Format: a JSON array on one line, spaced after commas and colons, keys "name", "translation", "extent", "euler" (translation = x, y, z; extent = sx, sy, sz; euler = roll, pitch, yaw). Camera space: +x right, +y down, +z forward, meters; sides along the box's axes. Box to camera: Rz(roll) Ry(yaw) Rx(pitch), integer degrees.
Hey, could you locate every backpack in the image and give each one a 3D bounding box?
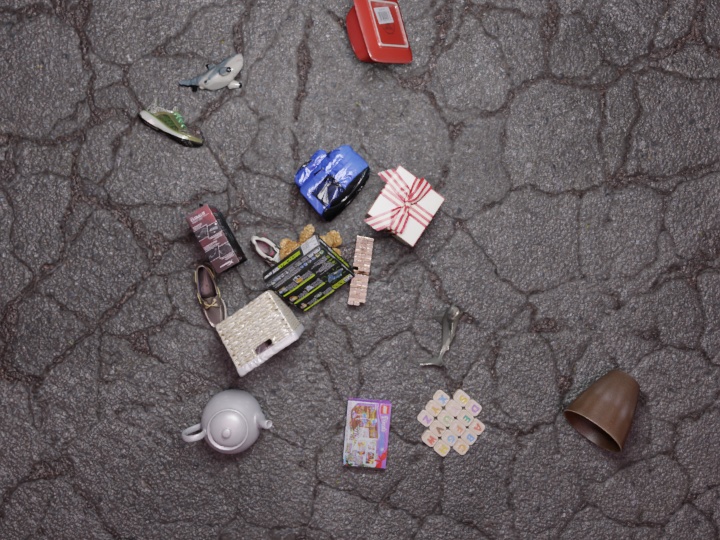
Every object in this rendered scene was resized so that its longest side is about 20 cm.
[{"name": "backpack", "translation": [-0.077, -0.266, 1.537], "extent": [0.200, 0.163, 0.168], "euler": [-43, 91, 1]}]

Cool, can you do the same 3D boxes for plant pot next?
[{"name": "plant pot", "translation": [0.752, 0.408, 1.628], "extent": [0.187, 0.187, 0.200], "euler": [43, 76, -5]}]

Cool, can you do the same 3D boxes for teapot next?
[{"name": "teapot", "translation": [-0.385, 0.452, 1.571], "extent": [0.196, 0.146, 0.201], "euler": [37, 92, -4]}]

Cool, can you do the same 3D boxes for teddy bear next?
[{"name": "teddy bear", "translation": [-0.135, -0.056, 1.556], "extent": [0.198, 0.067, 0.147], "euler": [10, 106, -38]}]

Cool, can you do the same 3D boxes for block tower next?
[{"name": "block tower", "translation": [0.000, 0.000, 1.611], "extent": [0.053, 0.058, 0.204], "euler": [8, 95, -4]}]

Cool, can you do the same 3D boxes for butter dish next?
[{"name": "butter dish", "translation": [0.030, -0.670, 1.534], "extent": [0.198, 0.147, 0.203], "euler": [-21, 96, -44]}]

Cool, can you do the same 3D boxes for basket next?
[{"name": "basket", "translation": [-0.285, 0.168, 1.533], "extent": [0.197, 0.200, 0.162], "euler": [-33, 93, 0]}]

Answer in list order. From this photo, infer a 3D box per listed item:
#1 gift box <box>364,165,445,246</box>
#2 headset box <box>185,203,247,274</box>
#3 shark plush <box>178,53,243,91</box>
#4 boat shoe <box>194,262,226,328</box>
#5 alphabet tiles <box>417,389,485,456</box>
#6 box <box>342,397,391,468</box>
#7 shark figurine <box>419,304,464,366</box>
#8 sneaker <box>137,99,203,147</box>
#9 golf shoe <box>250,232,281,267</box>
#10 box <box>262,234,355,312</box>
[{"name": "gift box", "translation": [0.107, -0.183, 1.539], "extent": [0.198, 0.187, 0.186], "euler": [30, 91, -5]}, {"name": "headset box", "translation": [-0.412, -0.098, 1.535], "extent": [0.076, 0.149, 0.202], "euler": [-28, 94, -2]}, {"name": "shark plush", "translation": [-0.429, -0.566, 1.567], "extent": [0.197, 0.091, 0.085], "euler": [-18, 74, 18]}, {"name": "boat shoe", "translation": [-0.445, 0.077, 1.587], "extent": [0.071, 0.060, 0.204], "euler": [-11, 94, -3]}, {"name": "alphabet tiles", "translation": [0.283, 0.475, 1.675], "extent": [0.195, 0.015, 0.201], "euler": [39, 90, -5]}, {"name": "box", "translation": [0.019, 0.498, 1.649], "extent": [0.134, 0.039, 0.204], "euler": [6, 93, -3]}, {"name": "shark figurine", "translation": [0.248, 0.184, 1.638], "extent": [0.088, 0.128, 0.218], "euler": [22, 111, 20]}, {"name": "sneaker", "translation": [-0.537, -0.429, 1.549], "extent": [0.198, 0.077, 0.090], "euler": [28, 83, -7]}, {"name": "golf shoe", "translation": [-0.244, -0.032, 1.579], "extent": [0.199, 0.088, 0.078], "euler": [36, 89, -6]}, {"name": "box", "translation": [-0.143, 0.014, 1.525], "extent": [0.199, 0.193, 0.048], "euler": [-35, 51, 13]}]
